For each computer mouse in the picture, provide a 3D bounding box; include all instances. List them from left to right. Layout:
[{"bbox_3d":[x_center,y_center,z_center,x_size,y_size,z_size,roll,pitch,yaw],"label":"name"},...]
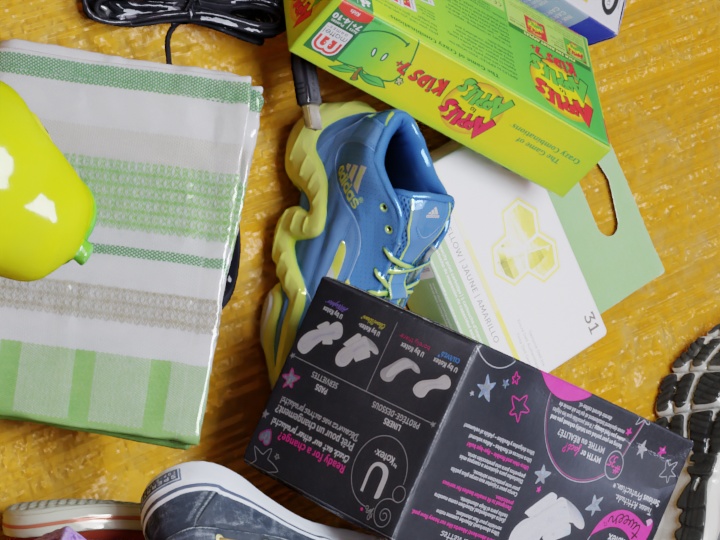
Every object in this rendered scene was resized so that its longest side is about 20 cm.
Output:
[{"bbox_3d":[-0.084,-0.065,1.523,0.140,0.046,0.201,-2,74,-28],"label":"computer mouse"}]

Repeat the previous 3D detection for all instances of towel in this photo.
[{"bbox_3d":[-0.138,-0.014,1.448,0.148,0.031,0.201,9,77,3],"label":"towel"}]

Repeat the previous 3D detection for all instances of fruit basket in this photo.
[{"bbox_3d":[-0.221,-0.072,1.319,0.215,0.215,0.157,2,82,-37],"label":"fruit basket"}]

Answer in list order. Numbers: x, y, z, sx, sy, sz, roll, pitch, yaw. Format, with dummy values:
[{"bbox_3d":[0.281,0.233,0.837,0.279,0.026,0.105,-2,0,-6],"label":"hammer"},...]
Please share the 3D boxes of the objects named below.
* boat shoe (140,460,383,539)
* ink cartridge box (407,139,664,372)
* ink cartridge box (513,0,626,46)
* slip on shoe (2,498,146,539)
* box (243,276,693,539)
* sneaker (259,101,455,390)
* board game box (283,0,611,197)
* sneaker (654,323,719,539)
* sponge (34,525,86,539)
[{"bbox_3d":[-0.032,0.177,1.416,0.200,0.071,0.091,29,33,-37],"label":"boat shoe"},{"bbox_3d":[0.107,-0.023,1.666,0.200,0.048,0.146,-30,101,-34],"label":"ink cartridge box"},{"bbox_3d":[0.098,-0.220,1.666,0.199,0.076,0.137,27,66,-30],"label":"ink cartridge box"},{"bbox_3d":[-0.103,0.159,1.464,0.199,0.074,0.062,22,74,-39],"label":"slip on shoe"},{"bbox_3d":[0.059,0.099,1.503,0.200,0.132,0.115,26,88,-45],"label":"box"},{"bbox_3d":[0.000,0.000,1.541,0.075,0.105,0.201,4,81,-37],"label":"sneaker"},{"bbox_3d":[0.048,-0.129,1.584,0.199,0.048,0.102,26,36,-28],"label":"board game box"},{"bbox_3d":[0.226,0.123,1.731,0.085,0.077,0.201,35,70,-41],"label":"sneaker"},{"bbox_3d":[-0.118,0.214,1.415,0.200,0.111,0.030,43,38,-24],"label":"sponge"}]
